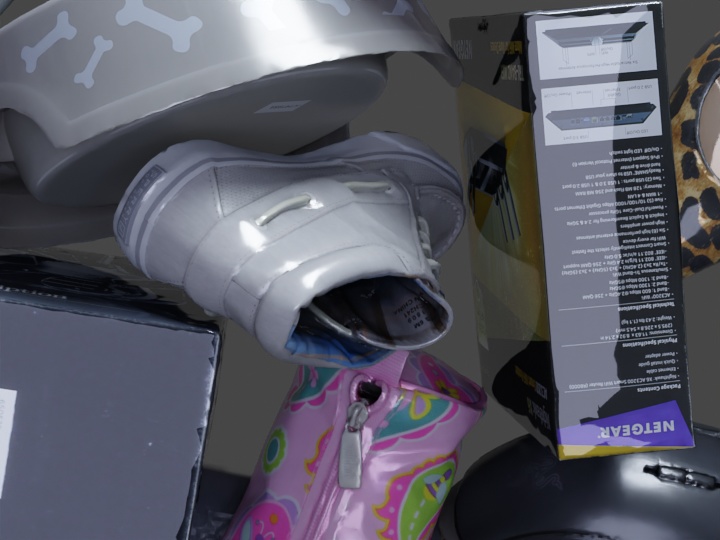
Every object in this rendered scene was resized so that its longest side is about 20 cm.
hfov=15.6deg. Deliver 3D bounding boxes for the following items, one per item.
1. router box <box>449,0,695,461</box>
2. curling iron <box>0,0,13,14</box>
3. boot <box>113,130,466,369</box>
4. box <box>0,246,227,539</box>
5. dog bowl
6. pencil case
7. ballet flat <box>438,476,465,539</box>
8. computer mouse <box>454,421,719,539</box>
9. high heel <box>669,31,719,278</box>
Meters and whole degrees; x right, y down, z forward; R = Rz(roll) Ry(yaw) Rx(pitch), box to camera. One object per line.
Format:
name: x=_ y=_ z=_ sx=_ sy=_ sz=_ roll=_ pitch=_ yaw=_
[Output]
router box: x=0.077 y=-0.021 z=0.998 sx=0.052 sy=0.200 sz=0.157 roll=-6 pitch=95 yaw=-5
curling iron: x=-0.134 y=-0.134 z=1.004 sx=0.050 sy=0.200 sz=0.026 roll=24 pitch=135 yaw=-8
boot: x=0.000 y=0.000 z=0.995 sx=0.096 sy=0.200 sz=0.074 roll=39 pitch=114 yaw=27
box: x=-0.155 y=0.045 z=1.006 sx=0.200 sy=0.182 sz=0.104 roll=9 pitch=95 yaw=-3
dog bowl: x=-0.063 y=-0.069 z=0.998 sx=0.200 sy=0.200 sz=0.059 roll=-19 pitch=82 yaw=0
pencil case: x=-0.019 y=0.119 z=1.065 sx=0.087 sy=0.087 sz=0.200 roll=23 pitch=95 yaw=-3
ballet flat: x=0.132 y=0.108 z=1.088 sx=0.200 sy=0.046 sz=0.067 roll=-3 pitch=52 yaw=-1
computer mouse: x=0.142 y=0.070 z=1.057 sx=0.200 sy=0.046 sz=0.141 roll=8 pitch=54 yaw=7
high heel: x=0.173 y=-0.069 z=1.024 sx=0.071 sy=0.143 sz=0.200 roll=38 pitch=93 yaw=-4
